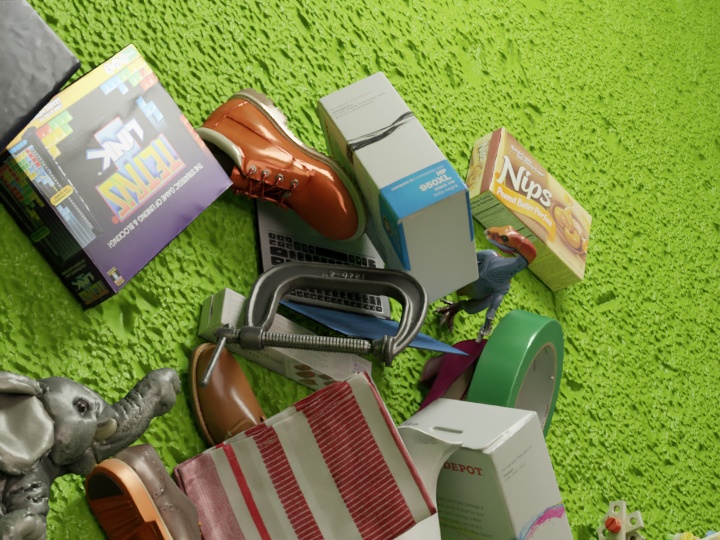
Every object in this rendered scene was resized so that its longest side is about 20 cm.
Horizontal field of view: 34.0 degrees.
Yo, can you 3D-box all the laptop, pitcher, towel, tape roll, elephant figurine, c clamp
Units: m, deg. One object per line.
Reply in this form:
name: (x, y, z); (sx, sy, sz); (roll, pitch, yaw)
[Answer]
laptop: (0.000, 0.000, 1.226); (0.186, 0.115, 0.203); (13, 62, -44)
pitcher: (0.010, 0.248, 1.109); (0.120, 0.171, 0.203); (19, 78, -28)
towel: (-0.050, 0.194, 1.029); (0.146, 0.198, 0.023); (62, -5, 11)
tape roll: (0.170, 0.147, 1.307); (0.200, 0.048, 0.203); (-43, 140, -51)
elephant figurine: (-0.251, 0.136, 0.878); (0.155, 0.140, 0.203); (46, 48, -42)
c clamp: (-0.036, 0.052, 1.082); (0.172, 0.196, 0.027); (-84, 172, -50)

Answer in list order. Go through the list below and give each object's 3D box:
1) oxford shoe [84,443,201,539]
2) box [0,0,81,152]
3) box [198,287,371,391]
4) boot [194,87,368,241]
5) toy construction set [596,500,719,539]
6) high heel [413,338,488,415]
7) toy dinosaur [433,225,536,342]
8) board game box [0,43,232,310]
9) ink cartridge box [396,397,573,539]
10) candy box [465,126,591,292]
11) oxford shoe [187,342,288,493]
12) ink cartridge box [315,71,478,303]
oxford shoe: (-0.149, 0.236, 0.983); (0.073, 0.071, 0.202); (-31, 95, -55)
box: (-0.335, -0.098, 0.844); (0.123, 0.199, 0.199); (47, 43, -18)
box: (-0.071, 0.078, 1.169); (0.199, 0.038, 0.042); (29, 51, -36)
boot: (-0.085, -0.089, 1.190); (0.199, 0.075, 0.107); (41, 40, 6)
toy construction set: (0.381, 0.367, 1.476); (0.198, 0.092, 0.133); (25, 78, -28)
high heel: (0.101, 0.165, 1.268); (0.067, 0.095, 0.202); (40, 46, -26)
toy dinosaur: (0.136, -0.006, 1.323); (0.106, 0.181, 0.200); (53, 38, -6)
board game box: (-0.228, -0.089, 1.069); (0.166, 0.056, 0.200); (53, 42, -13)
ink cartridge box: (0.127, 0.238, 1.178); (0.084, 0.143, 0.203); (-31, 111, -36)
candy box: (0.222, -0.079, 1.554); (0.199, 0.055, 0.117); (40, 46, -26)
oxford shoe: (-0.096, 0.155, 1.081); (0.071, 0.071, 0.203); (-20, 85, -48)
ink cartridge box: (0.038, -0.085, 1.227); (0.201, 0.083, 0.146); (58, -11, 37)
